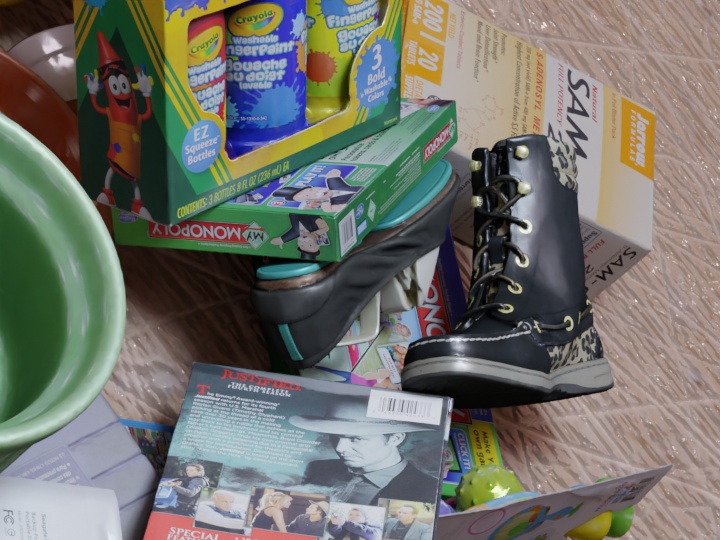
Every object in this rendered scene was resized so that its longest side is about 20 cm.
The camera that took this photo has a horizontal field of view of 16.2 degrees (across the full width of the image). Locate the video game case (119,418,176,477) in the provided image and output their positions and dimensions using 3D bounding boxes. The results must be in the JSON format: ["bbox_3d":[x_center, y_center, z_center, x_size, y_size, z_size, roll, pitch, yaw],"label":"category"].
[{"bbox_3d":[-0.148,0.138,1.311,0.200,0.018,0.143,11,53,-31],"label":"video game case"}]

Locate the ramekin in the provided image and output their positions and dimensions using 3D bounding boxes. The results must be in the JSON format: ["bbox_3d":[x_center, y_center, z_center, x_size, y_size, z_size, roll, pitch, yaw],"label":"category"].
[{"bbox_3d":[-0.219,0.017,1.179,0.200,0.098,0.200,20,48,-24],"label":"ramekin"}]

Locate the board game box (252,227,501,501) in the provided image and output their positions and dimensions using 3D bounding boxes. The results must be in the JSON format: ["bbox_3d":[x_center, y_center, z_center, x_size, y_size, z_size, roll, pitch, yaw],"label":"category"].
[{"bbox_3d":[0.008,0.046,1.484,0.134,0.029,0.200,9,54,-32],"label":"board game box"}]

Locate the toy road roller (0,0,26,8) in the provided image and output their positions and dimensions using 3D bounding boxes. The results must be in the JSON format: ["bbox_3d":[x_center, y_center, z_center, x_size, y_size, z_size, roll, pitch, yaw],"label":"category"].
[{"bbox_3d":[-0.170,-0.206,1.441,0.200,0.123,0.146,22,48,34],"label":"toy road roller"}]

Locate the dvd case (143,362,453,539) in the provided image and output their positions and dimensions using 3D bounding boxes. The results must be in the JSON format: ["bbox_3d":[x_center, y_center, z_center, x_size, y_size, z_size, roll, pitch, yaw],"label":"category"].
[{"bbox_3d":[-0.031,0.117,1.289,0.146,0.022,0.200,7,33,2],"label":"dvd case"}]

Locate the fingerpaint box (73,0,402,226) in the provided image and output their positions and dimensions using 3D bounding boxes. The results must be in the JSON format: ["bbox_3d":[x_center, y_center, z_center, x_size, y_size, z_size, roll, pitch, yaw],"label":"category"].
[{"bbox_3d":[-0.062,-0.137,1.379,0.073,0.167,0.200,19,30,35],"label":"fingerpaint box"}]

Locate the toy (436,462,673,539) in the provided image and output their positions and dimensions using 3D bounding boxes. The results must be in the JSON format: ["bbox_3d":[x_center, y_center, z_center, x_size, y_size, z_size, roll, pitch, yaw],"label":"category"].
[{"bbox_3d":[0.069,0.140,1.411,0.200,0.115,0.047,-3,55,-39],"label":"toy"}]

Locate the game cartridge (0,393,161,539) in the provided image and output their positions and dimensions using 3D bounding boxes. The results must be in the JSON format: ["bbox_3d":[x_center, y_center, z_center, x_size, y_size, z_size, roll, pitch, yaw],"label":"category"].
[{"bbox_3d":[-0.192,0.118,1.254,0.200,0.038,0.130,-26,81,-45],"label":"game cartridge"}]

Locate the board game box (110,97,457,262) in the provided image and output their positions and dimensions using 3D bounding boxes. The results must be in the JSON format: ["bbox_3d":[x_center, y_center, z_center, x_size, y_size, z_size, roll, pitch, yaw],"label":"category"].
[{"bbox_3d":[-0.039,-0.058,1.445,0.200,0.134,0.029,-46,135,-59],"label":"board game box"}]

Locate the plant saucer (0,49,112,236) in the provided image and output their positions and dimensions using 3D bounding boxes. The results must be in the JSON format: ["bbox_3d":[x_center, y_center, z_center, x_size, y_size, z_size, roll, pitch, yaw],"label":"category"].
[{"bbox_3d":[-0.230,-0.041,1.358,0.200,0.032,0.201,15,57,-24],"label":"plant saucer"}]

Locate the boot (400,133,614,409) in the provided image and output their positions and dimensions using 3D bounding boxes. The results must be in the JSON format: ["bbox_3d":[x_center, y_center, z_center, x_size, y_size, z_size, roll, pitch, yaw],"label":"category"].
[{"bbox_3d":[0.077,0.000,1.446,0.203,0.073,0.154,5,77,-60],"label":"boot"}]

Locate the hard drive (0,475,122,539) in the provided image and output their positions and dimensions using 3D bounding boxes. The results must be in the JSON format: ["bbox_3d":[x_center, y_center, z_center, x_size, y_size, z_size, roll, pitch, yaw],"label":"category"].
[{"bbox_3d":[-0.201,0.153,1.180,0.200,0.026,0.132,10,53,-31],"label":"hard drive"}]

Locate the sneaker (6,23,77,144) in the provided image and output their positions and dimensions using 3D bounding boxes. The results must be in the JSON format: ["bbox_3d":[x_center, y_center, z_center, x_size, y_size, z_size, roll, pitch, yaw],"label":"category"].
[{"bbox_3d":[-0.113,-0.111,1.493,0.200,0.073,0.085,-21,76,-33],"label":"sneaker"}]

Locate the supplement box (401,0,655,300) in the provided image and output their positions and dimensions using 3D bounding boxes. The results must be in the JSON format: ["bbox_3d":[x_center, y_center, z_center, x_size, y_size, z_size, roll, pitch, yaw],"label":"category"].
[{"bbox_3d":[0.090,-0.082,1.622,0.200,0.074,0.126,25,47,-22],"label":"supplement box"}]

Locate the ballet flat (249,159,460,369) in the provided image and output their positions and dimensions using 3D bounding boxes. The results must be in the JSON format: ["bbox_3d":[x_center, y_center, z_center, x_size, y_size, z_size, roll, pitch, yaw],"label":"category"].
[{"bbox_3d":[0.000,0.000,1.430,0.200,0.068,0.069,-36,117,-51],"label":"ballet flat"}]
